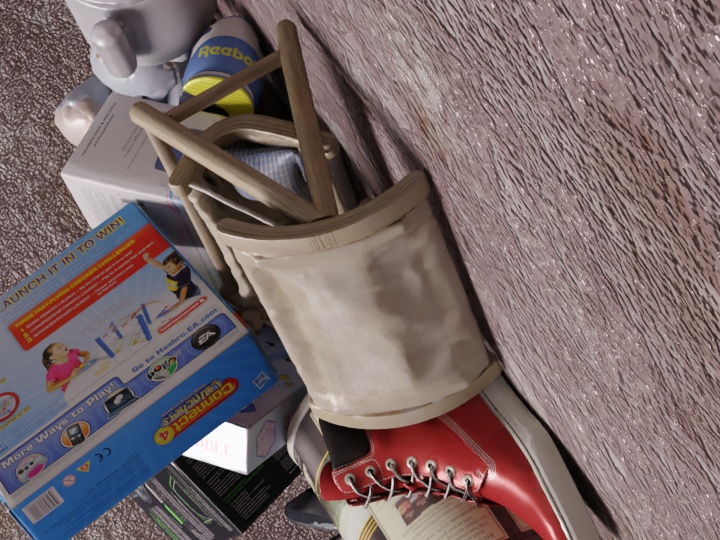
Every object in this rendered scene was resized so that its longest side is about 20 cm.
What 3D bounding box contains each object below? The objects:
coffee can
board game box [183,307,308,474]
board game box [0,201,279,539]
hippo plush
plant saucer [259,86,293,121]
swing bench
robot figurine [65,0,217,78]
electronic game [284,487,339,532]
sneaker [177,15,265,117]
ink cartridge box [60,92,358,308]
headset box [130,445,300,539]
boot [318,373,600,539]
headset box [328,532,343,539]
[{"bbox_3d":[0.056,0.166,1.387,0.200,0.146,0.146,56,173,35],"label":"coffee can"},{"bbox_3d":[-0.120,0.074,1.494,0.200,0.199,0.041,14,116,25],"label":"board game box"},{"bbox_3d":[-0.188,0.069,1.367,0.196,0.200,0.056,44,168,48],"label":"board game box"},{"bbox_3d":[-0.165,-0.187,1.691,0.159,0.200,0.161,20,152,-5],"label":"hippo plush"},{"bbox_3d":[-0.054,-0.079,1.658,0.200,0.029,0.200,58,173,10],"label":"plant saucer"},{"bbox_3d":[-0.027,-0.016,1.256,0.200,0.130,0.199,53,171,42],"label":"swing bench"},{"bbox_3d":[-0.175,-0.231,1.488,0.200,0.113,0.170,73,-160,-66],"label":"robot figurine"},{"bbox_3d":[0.031,0.222,1.761,0.200,0.200,0.042,172,101,-84],"label":"electronic game"},{"bbox_3d":[-0.112,-0.126,1.547,0.200,0.074,0.082,120,161,-62],"label":"sneaker"},{"bbox_3d":[-0.105,-0.043,1.488,0.200,0.088,0.145,15,150,25],"label":"ink cartridge box"},{"bbox_3d":[-0.103,0.150,1.708,0.093,0.174,0.200,47,158,-3],"label":"headset box"},{"bbox_3d":[0.056,0.141,1.273,0.200,0.144,0.072,52,169,43],"label":"boot"},{"bbox_3d":[0.078,0.272,1.595,0.093,0.174,0.200,53,171,49],"label":"headset box"}]
